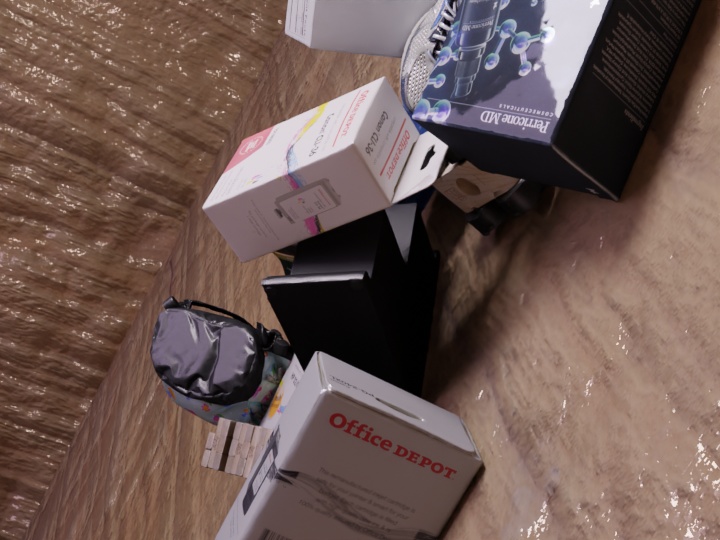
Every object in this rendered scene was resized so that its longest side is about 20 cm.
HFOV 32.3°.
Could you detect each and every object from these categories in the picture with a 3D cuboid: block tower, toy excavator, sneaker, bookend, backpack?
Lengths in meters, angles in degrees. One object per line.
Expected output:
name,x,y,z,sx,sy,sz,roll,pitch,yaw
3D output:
block tower,-0.073,0.187,1.216,0.199,0.058,0.054,4,77,46
toy excavator,0.130,-0.138,1.170,0.201,0.100,0.194,-56,11,-22
sneaker,0.092,-0.223,1.084,0.201,0.077,0.085,-59,-3,12
bookend,0.000,0.000,1.143,0.201,0.091,0.200,68,-155,-46
backpack,-0.142,0.123,1.446,0.166,0.200,0.127,22,81,30

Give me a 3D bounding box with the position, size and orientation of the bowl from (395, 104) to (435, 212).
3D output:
bowl,0.060,-0.124,1.283,0.201,0.039,0.201,-60,-11,-19

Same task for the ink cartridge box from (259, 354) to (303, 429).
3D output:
ink cartridge box,-0.048,0.142,1.329,0.201,0.067,0.115,-64,16,5

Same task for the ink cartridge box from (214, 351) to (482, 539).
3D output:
ink cartridge box,-0.014,0.188,1.008,0.201,0.144,0.083,-61,14,14

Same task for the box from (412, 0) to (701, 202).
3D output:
box,0.157,-0.176,0.975,0.148,0.107,0.201,17,82,45

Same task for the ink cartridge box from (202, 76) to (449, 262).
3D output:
ink cartridge box,-0.024,-0.092,1.054,0.199,0.068,0.117,-20,29,28

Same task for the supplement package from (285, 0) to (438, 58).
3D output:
supplement package,0.043,-0.283,1.171,0.111,0.198,0.157,-133,48,-68

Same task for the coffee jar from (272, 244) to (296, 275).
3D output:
coffee jar,-0.041,-0.022,1.334,0.200,0.103,0.086,71,-151,-61
